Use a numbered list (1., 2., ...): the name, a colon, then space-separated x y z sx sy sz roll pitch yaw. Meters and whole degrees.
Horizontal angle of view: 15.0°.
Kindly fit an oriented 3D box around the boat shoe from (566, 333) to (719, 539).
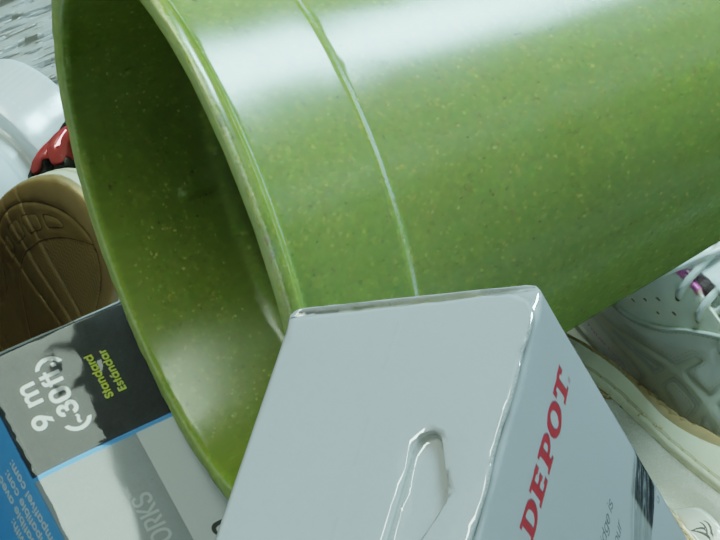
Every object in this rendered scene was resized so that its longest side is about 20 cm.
1. boat shoe: 0.078 0.078 0.948 0.069 0.074 0.200 -39 41 -20

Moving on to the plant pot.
1. plant pot: 0.023 -0.040 0.897 0.190 0.200 0.200 -21 29 -18

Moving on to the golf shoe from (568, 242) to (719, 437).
1. golf shoe: 0.131 0.024 0.984 0.075 0.092 0.200 -35 34 -19

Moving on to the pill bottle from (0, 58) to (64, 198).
1. pill bottle: -0.208 -0.001 1.232 0.109 0.110 0.200 16 49 46

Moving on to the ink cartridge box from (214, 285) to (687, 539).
1. ink cartridge box: 0.038 0.122 0.777 0.084 0.200 0.145 -6 47 28

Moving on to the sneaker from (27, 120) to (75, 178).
1. sneaker: -0.069 -0.075 1.151 0.200 0.071 0.098 -19 46 56

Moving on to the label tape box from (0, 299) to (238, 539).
1. label tape box: -0.073 0.089 0.963 0.200 0.066 0.143 -23 66 -17

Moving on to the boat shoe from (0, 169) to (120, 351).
1. boat shoe: -0.101 0.002 1.081 0.069 0.074 0.200 -27 -9 -22
